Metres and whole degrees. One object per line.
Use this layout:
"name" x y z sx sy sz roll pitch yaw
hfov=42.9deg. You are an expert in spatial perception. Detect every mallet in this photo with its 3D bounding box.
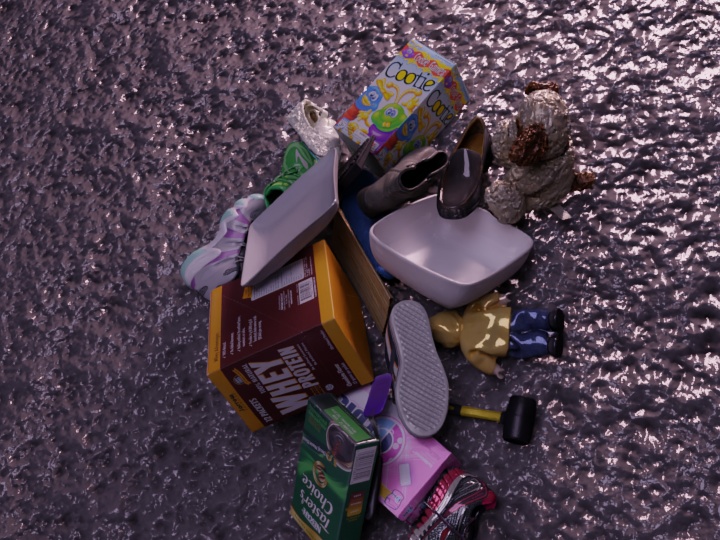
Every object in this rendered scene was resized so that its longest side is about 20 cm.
"mallet" 0.155 0.192 1.304 0.200 0.041 0.066 13 72 30

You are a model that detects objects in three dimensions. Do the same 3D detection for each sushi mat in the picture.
"sushi mat" 0.000 0.000 1.427 0.012 0.096 0.200 -16 55 -22

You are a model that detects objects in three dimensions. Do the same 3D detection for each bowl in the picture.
"bowl" 0.129 -0.023 1.356 0.200 0.075 0.200 32 42 30

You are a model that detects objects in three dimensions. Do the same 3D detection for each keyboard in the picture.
"keyboard" -0.039 -0.130 1.455 0.021 0.200 0.127 28 60 -11

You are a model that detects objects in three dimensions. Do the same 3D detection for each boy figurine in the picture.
"boy figurine" 0.189 0.094 1.319 0.199 0.064 0.125 -2 84 24

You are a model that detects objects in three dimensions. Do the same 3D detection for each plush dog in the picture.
"plush dog" 0.266 -0.183 1.349 0.160 0.172 0.200 3 51 13

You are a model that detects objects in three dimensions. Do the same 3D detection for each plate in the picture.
"plate" -0.099 -0.076 1.388 0.200 0.032 0.200 -40 25 19

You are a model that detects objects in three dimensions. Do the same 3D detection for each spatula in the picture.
"spatula" 0.021 0.239 1.253 0.056 0.021 0.201 -27 55 56

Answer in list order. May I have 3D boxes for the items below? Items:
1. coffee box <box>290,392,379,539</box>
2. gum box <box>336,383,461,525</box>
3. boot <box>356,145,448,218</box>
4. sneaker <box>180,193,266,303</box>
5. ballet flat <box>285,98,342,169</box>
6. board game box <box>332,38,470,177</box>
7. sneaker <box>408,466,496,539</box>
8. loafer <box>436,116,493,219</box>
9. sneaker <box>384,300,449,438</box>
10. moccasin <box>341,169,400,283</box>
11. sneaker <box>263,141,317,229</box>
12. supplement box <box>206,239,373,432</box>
"coffee box" -0.038 0.284 1.245 0.123 0.044 0.200 38 126 46
"gum box" 0.037 0.256 1.299 0.200 0.066 0.114 37 82 31
"boot" 0.094 -0.149 1.405 0.131 0.068 0.200 -25 11 49
"sneaker" -0.193 -0.020 1.525 0.140 0.078 0.200 42 95 30
"ballet flat" -0.074 -0.239 1.547 0.072 0.072 0.200 -38 39 1
"board game box" 0.070 -0.261 1.513 0.103 0.105 0.200 38 84 31
"sneaker" 0.107 0.362 1.213 0.075 0.081 0.200 23 75 27
"loafer" 0.157 -0.158 1.407 0.073 0.072 0.200 4 45 16
"sneaker" 0.079 0.148 1.299 0.078 0.079 0.200 -1 62 -7
"moccasin" 0.018 -0.065 1.462 0.080 0.068 0.200 -18 64 11
"sneaker" -0.115 -0.135 1.538 0.074 0.084 0.200 -3 64 21
"supplement box" -0.107 0.095 1.357 0.200 0.133 0.197 -24 35 10
